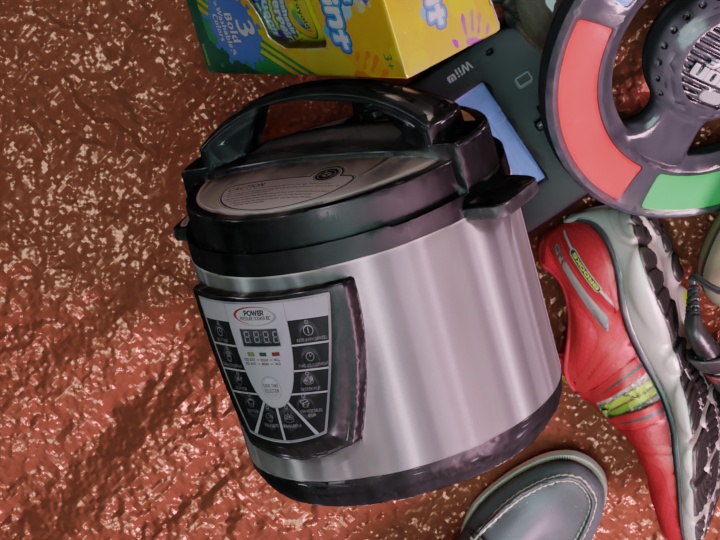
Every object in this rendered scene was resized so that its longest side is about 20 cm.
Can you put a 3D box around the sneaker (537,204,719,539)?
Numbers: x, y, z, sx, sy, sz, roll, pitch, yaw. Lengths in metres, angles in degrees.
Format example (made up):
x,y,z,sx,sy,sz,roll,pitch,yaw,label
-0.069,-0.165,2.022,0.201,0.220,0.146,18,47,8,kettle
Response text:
x,y,z,sx,sy,sz,roll,pitch,yaw,label
0.150,0.059,1.457,0.084,0.077,0.201,-10,105,26,sneaker

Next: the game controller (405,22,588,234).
x,y,z,sx,sy,sz,roll,pitch,yaw,label
0.040,-0.049,1.429,0.199,0.042,0.105,-33,105,12,game controller

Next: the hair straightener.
x,y,z,sx,sy,sz,roll,pitch,yaw,label
0.244,0.069,1.445,0.077,0.041,0.200,-33,115,12,hair straightener

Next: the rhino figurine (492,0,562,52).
x,y,z,sx,sy,sz,roll,pitch,yaw,label
0.144,-0.195,1.363,0.200,0.060,0.087,-43,98,8,rhino figurine

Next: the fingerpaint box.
x,y,z,sx,sy,sz,roll,pitch,yaw,label
-0.033,-0.201,1.312,0.073,0.166,0.201,-30,113,-34,fingerpaint box

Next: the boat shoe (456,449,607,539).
x,y,z,sx,sy,sz,roll,pitch,yaw,label
0.070,0.188,1.499,0.073,0.062,0.200,40,106,-11,boat shoe

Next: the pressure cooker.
x,y,z,sx,sy,sz,roll,pitch,yaw,label
0.001,-0.001,1.337,0.175,0.179,0.201,-17,108,-7,pressure cooker

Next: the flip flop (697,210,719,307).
x,y,z,sx,sy,sz,roll,pitch,yaw,label
0.241,-0.049,1.382,0.081,0.058,0.201,2,129,-31,flip flop

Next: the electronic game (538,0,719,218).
x,y,z,sx,sy,sz,roll,pitch,yaw,label
0.185,-0.114,1.363,0.198,0.042,0.201,-13,128,-16,electronic game
